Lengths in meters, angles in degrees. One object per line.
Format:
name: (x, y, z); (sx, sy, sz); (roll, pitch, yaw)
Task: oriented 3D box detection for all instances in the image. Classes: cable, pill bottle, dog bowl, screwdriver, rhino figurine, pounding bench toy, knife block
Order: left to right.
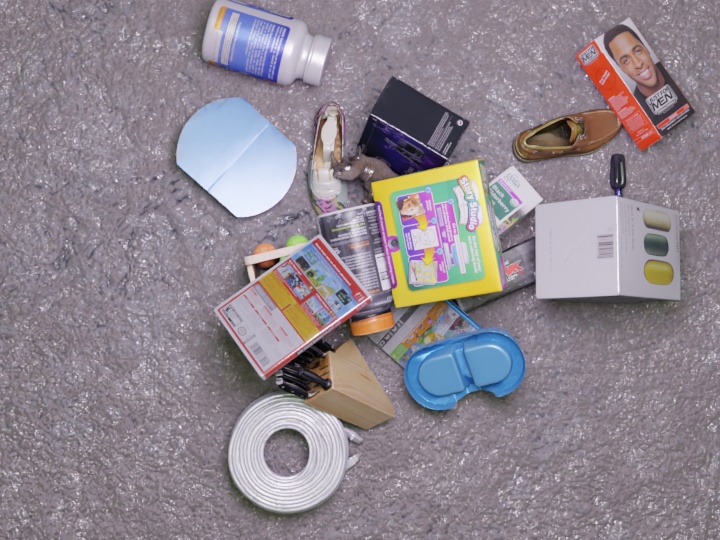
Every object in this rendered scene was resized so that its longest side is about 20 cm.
pill bottle: (-0.153, -0.372, 1.601); (0.199, 0.112, 0.113); (17, 85, -3)
cable: (-0.118, 0.297, 1.577); (0.200, 0.069, 0.200); (41, 84, 0)
pounding bench toy: (-0.111, 0.025, 1.531); (0.124, 0.200, 0.157); (-13, 88, -4)
knife block: (-0.048, 0.189, 1.531); (0.064, 0.176, 0.201); (-29, 94, 30)
pill bottle: (0.000, 0.000, 1.539); (0.106, 0.106, 0.201); (-12, 92, -5)
rhino figurine: (0.028, -0.138, 1.604); (0.200, 0.060, 0.088); (35, 71, -17)
dog bowl: (0.170, 0.154, 1.565); (0.199, 0.050, 0.112); (-17, 102, 19)
screwdriver: (0.444, -0.102, 1.669); (0.028, 0.029, 0.201); (1, 89, -4)

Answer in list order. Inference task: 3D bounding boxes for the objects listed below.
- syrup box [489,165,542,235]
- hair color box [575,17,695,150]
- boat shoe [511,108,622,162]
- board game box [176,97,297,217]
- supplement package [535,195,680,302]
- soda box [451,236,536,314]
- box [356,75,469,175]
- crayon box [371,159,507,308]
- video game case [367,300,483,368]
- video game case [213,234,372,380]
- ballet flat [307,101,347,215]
syrup box: (0.198, -0.079, 1.589); (0.200, 0.081, 0.079); (-37, 82, -23)
hair color box: (0.469, -0.318, 1.652); (0.101, 0.061, 0.200); (-35, 88, -27)
boat shoe: (0.360, -0.230, 1.647); (0.199, 0.068, 0.072); (-20, 85, -6)
board game box: (-0.206, -0.189, 1.623); (0.200, 0.039, 0.158); (41, 79, -5)
supplement package: (0.397, -0.027, 1.549); (0.199, 0.150, 0.153); (5, 83, -45)
soda box: (0.240, 0.004, 1.625); (0.199, 0.063, 0.071); (-24, 88, -5)
box: (0.079, -0.217, 1.559); (0.141, 0.200, 0.079); (33, 80, 0)
crayon box: (0.122, -0.056, 1.487); (0.172, 0.058, 0.201); (-10, 93, 18)
video game case: (0.097, 0.095, 1.602); (0.200, 0.018, 0.143); (41, 111, 0)
video game case: (-0.101, 0.052, 1.438); (0.200, 0.017, 0.143); (-36, 60, -8)
ballet flat: (-0.055, -0.185, 1.615); (0.069, 0.071, 0.201); (2, 86, 3)
